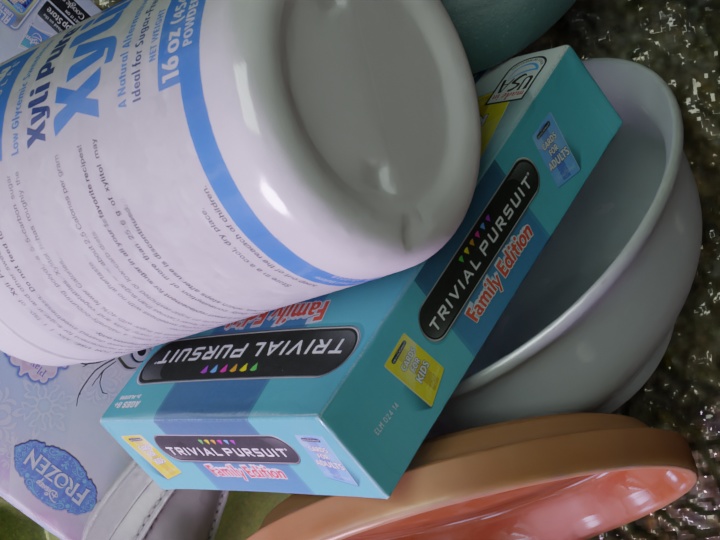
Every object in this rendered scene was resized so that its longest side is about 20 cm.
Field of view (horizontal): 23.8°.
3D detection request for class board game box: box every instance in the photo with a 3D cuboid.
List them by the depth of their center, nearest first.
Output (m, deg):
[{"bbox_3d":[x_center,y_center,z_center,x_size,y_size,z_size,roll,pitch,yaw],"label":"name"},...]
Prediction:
[{"bbox_3d":[0.000,0.000,0.707,0.150,0.047,0.201,-7,40,50],"label":"board game box"},{"bbox_3d":[-0.150,-0.010,0.791,0.043,0.200,0.200,7,58,56],"label":"board game box"}]

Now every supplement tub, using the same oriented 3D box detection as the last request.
[{"bbox_3d":[-0.065,-0.043,0.656,0.199,0.131,0.134,-17,77,40],"label":"supplement tub"}]

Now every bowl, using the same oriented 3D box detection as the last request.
[{"bbox_3d":[0.076,0.008,0.755,0.200,0.090,0.202,-32,30,21],"label":"bowl"}]

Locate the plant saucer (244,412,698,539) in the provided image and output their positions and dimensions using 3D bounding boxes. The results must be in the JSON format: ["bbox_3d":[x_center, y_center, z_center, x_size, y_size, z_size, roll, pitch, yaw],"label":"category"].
[{"bbox_3d":[0.043,0.100,0.721,0.199,0.200,0.033,-20,71,19],"label":"plant saucer"}]

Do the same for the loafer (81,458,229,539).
[{"bbox_3d":[-0.103,0.166,0.791,0.070,0.070,0.202,33,107,37],"label":"loafer"}]

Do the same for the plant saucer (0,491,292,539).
[{"bbox_3d":[-0.090,0.173,0.850,0.198,0.048,0.202,-20,77,19],"label":"plant saucer"}]

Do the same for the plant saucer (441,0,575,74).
[{"bbox_3d":[0.016,-0.178,0.696,0.197,0.036,0.203,1,85,-8],"label":"plant saucer"}]
